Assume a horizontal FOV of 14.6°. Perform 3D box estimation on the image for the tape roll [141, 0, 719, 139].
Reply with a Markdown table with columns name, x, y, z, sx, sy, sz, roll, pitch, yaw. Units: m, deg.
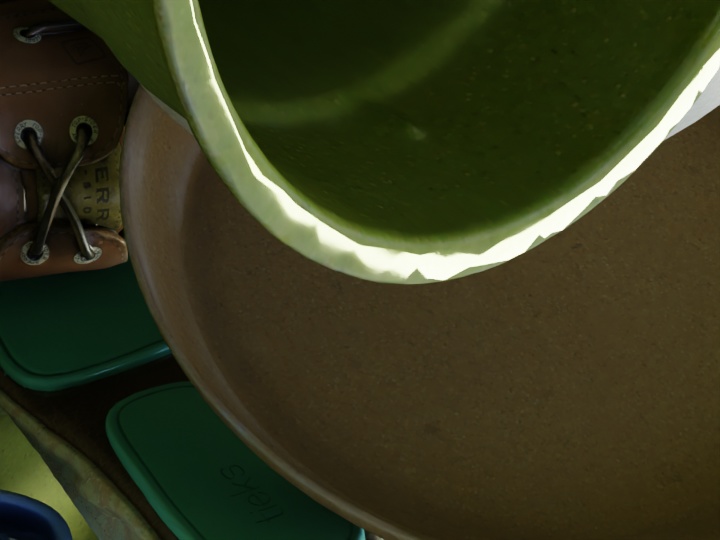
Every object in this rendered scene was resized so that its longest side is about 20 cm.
| name | x | y | z | sx | sy | sz | roll | pitch | yaw |
| --- | --- | --- | --- | --- | --- | --- | --- | --- | --- |
| tape roll | 0.022 | -0.112 | 0.648 | 0.203 | 0.202 | 0.037 | -54 | 152 | -13 |

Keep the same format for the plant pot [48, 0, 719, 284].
| name | x | y | z | sx | sy | sz | roll | pitch | yaw |
| --- | --- | --- | --- | --- | --- | --- | --- | --- | --- |
| plant pot | -0.034 | -0.124 | 0.554 | 0.200 | 0.190 | 0.201 | -29 | 131 | -39 |

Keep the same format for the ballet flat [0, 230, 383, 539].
| name | x | y | z | sx | sy | sz | roll | pitch | yaw |
| --- | --- | --- | --- | --- | --- | --- | --- | --- | --- |
| ballet flat | -0.053 | 0.046 | 0.685 | 0.067 | 0.200 | 0.063 | -13 | 126 | -18 |

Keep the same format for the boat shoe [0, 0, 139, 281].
| name | x | y | z | sx | sy | sz | roll | pitch | yaw |
| --- | --- | --- | --- | --- | --- | --- | --- | --- | --- |
| boat shoe | -0.081 | -0.035 | 0.683 | 0.200 | 0.068 | 0.072 | -31 | 138 | -41 |

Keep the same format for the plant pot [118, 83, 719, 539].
| name | x | y | z | sx | sy | sz | roll | pitch | yaw |
| --- | --- | --- | --- | --- | --- | --- | --- | --- | --- |
| plant pot | 0.041 | -0.005 | 0.663 | 0.200 | 0.200 | 0.028 | -38 | 157 | -34 |

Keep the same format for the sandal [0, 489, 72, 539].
| name | x | y | z | sx | sy | sz | roll | pitch | yaw |
| --- | --- | --- | --- | --- | --- | --- | --- | --- | --- |
| sandal | -0.097 | 0.085 | 0.663 | 0.087 | 0.080 | 0.200 | -36 | 158 | 20 |

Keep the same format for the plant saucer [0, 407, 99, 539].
| name | x | y | z | sx | sy | sz | roll | pitch | yaw |
| --- | --- | --- | --- | --- | --- | --- | --- | --- | --- |
| plant saucer | -0.124 | 0.098 | 0.761 | 0.200 | 0.031 | 0.201 | -36 | 141 | -36 |
